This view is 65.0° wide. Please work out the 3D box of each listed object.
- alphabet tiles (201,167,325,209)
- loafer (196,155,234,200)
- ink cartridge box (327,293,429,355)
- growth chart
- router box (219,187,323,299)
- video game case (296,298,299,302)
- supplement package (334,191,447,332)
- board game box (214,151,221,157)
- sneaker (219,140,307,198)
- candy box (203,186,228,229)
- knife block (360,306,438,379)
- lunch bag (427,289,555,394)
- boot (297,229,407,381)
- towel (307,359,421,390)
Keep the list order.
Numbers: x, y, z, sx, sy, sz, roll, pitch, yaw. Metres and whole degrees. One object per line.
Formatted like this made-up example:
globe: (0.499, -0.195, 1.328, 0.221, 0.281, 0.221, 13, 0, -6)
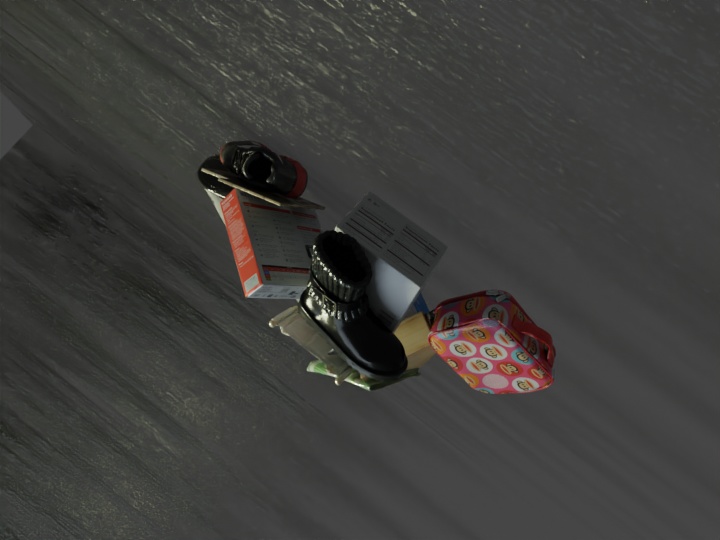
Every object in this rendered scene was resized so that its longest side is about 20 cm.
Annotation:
alphabet tiles: (-0.181, -0.147, 1.016, 0.196, 0.008, 0.166, 23, -168, 20)
loafer: (-0.261, -0.164, 1.165, 0.198, 0.073, 0.072, 36, 170, 25)
ink cartridge box: (0.028, 0.098, 1.082, 0.197, 0.116, 0.068, 0, -123, -42)
growth chart: (-0.083, 0.136, 1.090, 0.198, 0.018, 0.144, 37, -162, 17)
router box: (-0.137, -0.042, 1.006, 0.198, 0.048, 0.183, 6, -122, -51)
video game case: (-0.107, -0.011, 1.192, 0.022, 0.187, 0.201, -1, 154, 12)
supplement package: (0.020, 0.012, 0.912, 0.154, 0.111, 0.202, 34, 138, 7)
board game box: (-0.218, -0.195, 1.170, 0.197, 0.030, 0.096, 23, 159, 37)
sneaker: (-0.187, -0.187, 0.988, 0.198, 0.072, 0.097, 27, -168, 30)
candy box: (-0.272, -0.110, 1.329, 0.170, 0.071, 0.200, 58, 175, 16)
knife block: (0.101, 0.118, 1.025, 0.176, 0.196, 0.065, -56, 49, 48)
lunch bag: (0.224, 0.120, 0.915, 0.174, 0.083, 0.200, -19, 127, 42)
boot: (0.000, 0.056, 0.821, 0.209, 0.080, 0.159, 35, 137, 8)
towel: (0.004, 0.198, 1.134, 0.150, 0.024, 0.197, -8, -170, -42)
